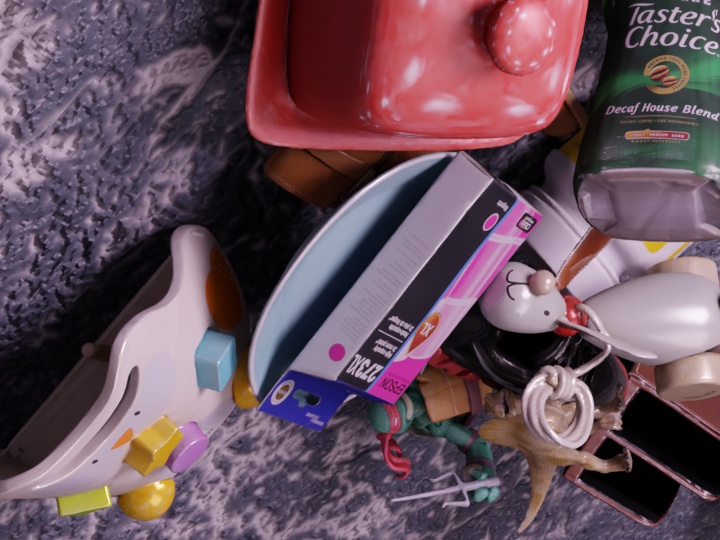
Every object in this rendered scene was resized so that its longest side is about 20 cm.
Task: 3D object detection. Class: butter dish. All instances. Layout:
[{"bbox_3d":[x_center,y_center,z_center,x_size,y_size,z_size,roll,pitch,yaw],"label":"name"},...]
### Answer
[{"bbox_3d":[0.056,-0.146,1.220,0.198,0.148,0.201,-2,112,-29],"label":"butter dish"}]

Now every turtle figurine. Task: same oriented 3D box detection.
[{"bbox_3d":[0.075,0.079,1.582,0.199,0.100,0.151,-24,106,-29],"label":"turtle figurine"}]

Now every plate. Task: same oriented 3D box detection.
[{"bbox_3d":[0.002,0.005,1.359,0.199,0.026,0.201,-34,149,-24],"label":"plate"}]

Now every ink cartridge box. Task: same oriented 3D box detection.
[{"bbox_3d":[0.025,0.023,1.353,0.200,0.037,0.095,-50,154,7],"label":"ink cartridge box"}]

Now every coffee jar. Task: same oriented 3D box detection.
[{"bbox_3d":[0.196,-0.120,1.392,0.103,0.201,0.086,1,147,17],"label":"coffee jar"}]

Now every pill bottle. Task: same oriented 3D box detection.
[{"bbox_3d":[0.199,-0.068,1.527,0.200,0.114,0.114,-41,146,-1],"label":"pill bottle"}]

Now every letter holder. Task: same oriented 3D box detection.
[{"bbox_3d":[0.253,0.117,1.682,0.101,0.141,0.200,-59,177,24],"label":"letter holder"}]

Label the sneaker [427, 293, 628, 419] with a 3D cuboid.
[{"bbox_3d":[0.125,0.056,1.504,0.200,0.097,0.071,27,71,-37],"label":"sneaker"}]

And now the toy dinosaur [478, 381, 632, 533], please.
[{"bbox_3d":[0.132,0.112,1.501,0.100,0.059,0.200,-6,150,10],"label":"toy dinosaur"}]

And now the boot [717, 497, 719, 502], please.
[{"bbox_3d":[0.408,0.253,2.062,0.071,0.144,0.201,-49,146,13],"label":"boot"}]

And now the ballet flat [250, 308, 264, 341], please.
[{"bbox_3d":[0.000,0.000,1.448,0.199,0.070,0.070,-30,145,-8],"label":"ballet flat"}]

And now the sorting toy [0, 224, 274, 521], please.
[{"bbox_3d":[-0.147,0.081,1.300,0.200,0.107,0.180,-49,171,10],"label":"sorting toy"}]

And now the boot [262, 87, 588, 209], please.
[{"bbox_3d":[0.043,-0.086,1.374,0.199,0.077,0.156,24,104,-48],"label":"boot"}]

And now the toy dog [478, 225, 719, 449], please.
[{"bbox_3d":[0.181,0.025,1.422,0.199,0.133,0.096,-14,168,-41],"label":"toy dog"}]
